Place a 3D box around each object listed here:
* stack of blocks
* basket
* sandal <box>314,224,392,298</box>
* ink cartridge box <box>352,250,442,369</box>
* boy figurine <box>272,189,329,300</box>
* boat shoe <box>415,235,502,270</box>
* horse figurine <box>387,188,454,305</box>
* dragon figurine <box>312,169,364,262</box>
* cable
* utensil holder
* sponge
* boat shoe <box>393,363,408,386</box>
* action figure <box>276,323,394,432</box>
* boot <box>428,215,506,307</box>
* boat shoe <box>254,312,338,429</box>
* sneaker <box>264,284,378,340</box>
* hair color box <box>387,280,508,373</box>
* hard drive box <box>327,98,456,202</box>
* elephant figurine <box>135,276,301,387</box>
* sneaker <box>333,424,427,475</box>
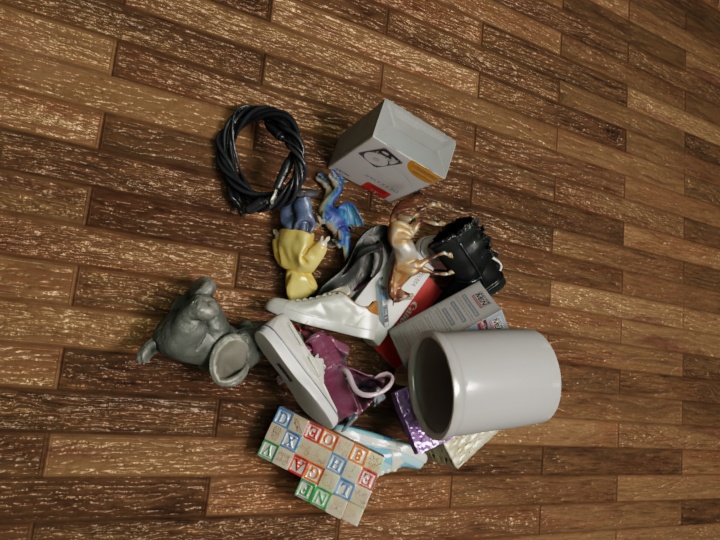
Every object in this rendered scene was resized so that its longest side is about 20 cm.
[{"bbox_3d":[-0.071,0.326,0.908,0.198,0.059,0.116,25,78,5],"label":"stack of blocks"},{"bbox_3d":[0.191,0.268,1.052,0.199,0.123,0.137,-33,99,-25],"label":"basket"},{"bbox_3d":[0.000,0.001,0.987,0.075,0.048,0.201,46,75,-25],"label":"sandal"},{"bbox_3d":[0.080,0.069,1.062,0.176,0.045,0.201,44,69,-15],"label":"ink cartridge box"},{"bbox_3d":[-0.104,-0.042,0.949,0.064,0.123,0.204,-15,104,-56],"label":"boy figurine"},{"bbox_3d":[0.208,-0.031,1.122,0.197,0.065,0.075,10,81,-25],"label":"boat shoe"},{"bbox_3d":[0.098,-0.047,0.988,0.130,0.050,0.203,-13,106,3],"label":"horse figurine"},{"bbox_3d":[-0.034,-0.092,1.014,0.099,0.059,0.201,-38,100,-23],"label":"dragon figurine"},{"bbox_3d":[-0.171,-0.200,0.916,0.051,0.161,0.203,13,60,-63],"label":"cable"},{"bbox_3d":[0.200,0.179,0.883,0.197,0.170,0.173,-2,86,-18],"label":"utensil holder"},{"bbox_3d":[0.162,0.236,0.958,0.197,0.030,0.113,-17,76,-20],"label":"sponge"},{"bbox_3d":[0.137,0.160,1.062,0.199,0.071,0.065,-27,112,-35],"label":"boat shoe"},{"bbox_3d":[-0.057,0.169,0.926,0.133,0.149,0.201,-26,70,-32],"label":"action figure"},{"bbox_3d":[0.184,0.004,1.055,0.197,0.073,0.163,-35,114,-2],"label":"boot"},{"bbox_3d":[-0.089,0.160,0.862,0.066,0.072,0.201,-40,97,-34],"label":"boat shoe"},{"bbox_3d":[-0.063,0.060,0.935,0.197,0.073,0.086,13,84,-7],"label":"sneaker"},{"bbox_3d":[0.159,0.111,0.989,0.198,0.099,0.061,-29,124,2],"label":"hair color box"},{"bbox_3d":[0.052,-0.212,0.990,0.154,0.199,0.078,25,75,-21],"label":"hard drive box"},{"bbox_3d":[-0.217,0.120,0.866,0.154,0.142,0.200,-35,115,18],"label":"elephant figurine"},{"bbox_3d":[0.022,0.367,0.987,0.197,0.079,0.133,20,75,-13],"label":"sneaker"}]
